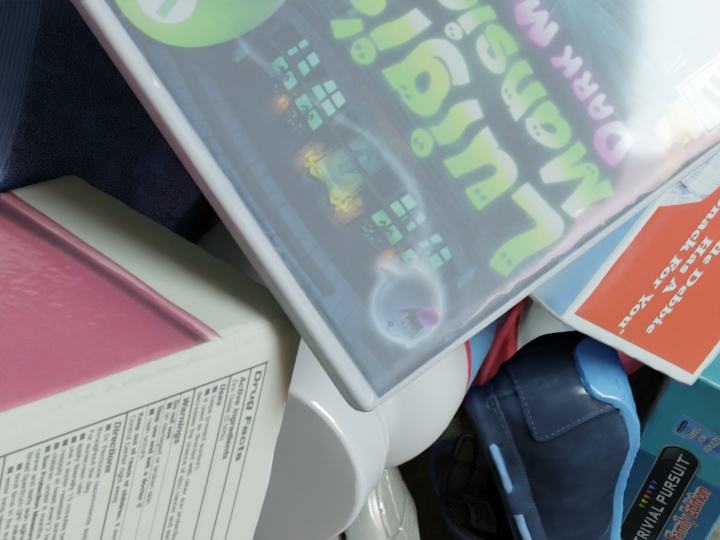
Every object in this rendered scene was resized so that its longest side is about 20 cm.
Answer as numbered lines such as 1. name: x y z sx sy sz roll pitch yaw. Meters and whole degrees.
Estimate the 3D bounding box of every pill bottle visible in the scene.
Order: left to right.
1. pill bottle: 0.000 0.000 0.974 0.109 0.108 0.200 63 38 -30

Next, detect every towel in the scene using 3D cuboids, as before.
1. towel: -0.122 -0.063 0.893 0.200 0.048 0.112 28 70 -48

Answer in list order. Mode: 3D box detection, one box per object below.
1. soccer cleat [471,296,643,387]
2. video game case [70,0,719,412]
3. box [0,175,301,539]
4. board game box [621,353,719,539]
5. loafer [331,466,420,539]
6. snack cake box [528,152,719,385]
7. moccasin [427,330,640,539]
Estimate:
1. soccer cleat: 0.108 -0.009 1.077 0.067 0.076 0.200 -46 168 -53
2. video game case: 0.016 -0.090 0.820 0.181 0.023 0.200 -36 101 -8
3. box: -0.129 0.065 0.812 0.200 0.109 0.128 -18 130 -49
4. board game box: 0.154 0.040 1.144 0.151 0.047 0.200 -59 173 -31
5. loafer: 0.004 0.140 1.052 0.072 0.063 0.201 -90 164 -47
6. snack cake box: 0.129 -0.067 0.924 0.200 0.067 0.115 -53 151 7
7. moccasin: 0.059 0.078 1.049 0.200 0.068 0.081 88 -16 -57
